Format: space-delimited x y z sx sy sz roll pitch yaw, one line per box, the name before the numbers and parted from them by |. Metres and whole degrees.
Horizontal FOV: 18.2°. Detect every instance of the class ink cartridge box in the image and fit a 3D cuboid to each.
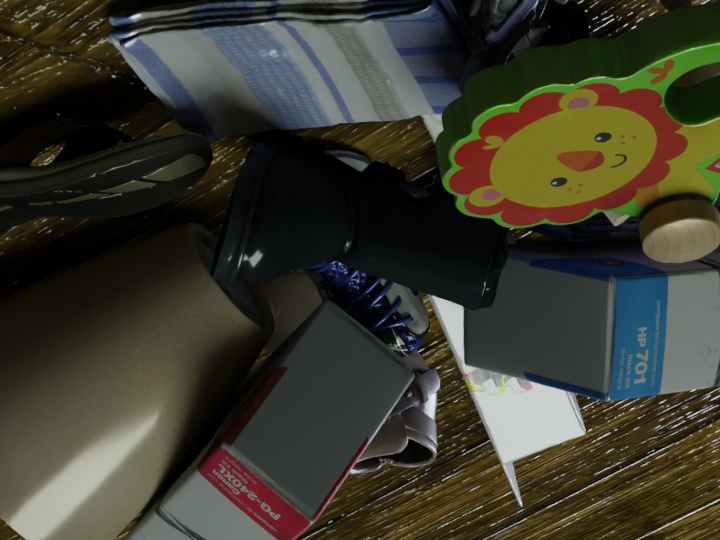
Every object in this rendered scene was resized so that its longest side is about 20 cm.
ink cartridge box | -0.067 0.131 1.532 0.145 0.083 0.200 -55 -174 -37
ink cartridge box | 0.103 0.054 1.601 0.068 0.115 0.201 -21 117 6
ink cartridge box | 0.189 0.026 1.485 0.199 0.086 0.146 -3 -171 -36

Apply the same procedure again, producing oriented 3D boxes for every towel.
towel | -0.030 -0.116 1.292 0.199 0.024 0.147 -3 156 17
towel | 0.167 -0.048 1.528 0.199 0.024 0.147 -5 -165 -38

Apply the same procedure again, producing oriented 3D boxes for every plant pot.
plant pot | -0.163 0.063 1.519 0.200 0.188 0.187 -38 152 10

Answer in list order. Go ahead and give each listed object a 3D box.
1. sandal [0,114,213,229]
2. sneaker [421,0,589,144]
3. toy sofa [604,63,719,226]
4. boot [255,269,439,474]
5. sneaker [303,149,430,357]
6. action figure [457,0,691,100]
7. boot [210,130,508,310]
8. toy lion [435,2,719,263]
sandal | -0.188 -0.064 1.351 0.200 0.058 0.080 -8 165 15
sneaker | 0.095 -0.118 1.390 0.111 0.077 0.200 -13 151 14
toy sofa | 0.186 -0.084 1.433 0.098 0.083 0.200 -43 168 29
boot | -0.024 0.077 1.645 0.199 0.147 0.070 3 150 -38
sneaker | 0.000 0.000 1.536 0.080 0.116 0.199 -24 155 14
action figure | 0.103 -0.193 1.212 0.193 0.105 0.200 8 123 -36
boot | 0.006 -0.023 1.361 0.167 0.077 0.200 18 -163 3
toy lion | 0.148 -0.081 1.221 0.191 0.069 0.200 15 142 -33
